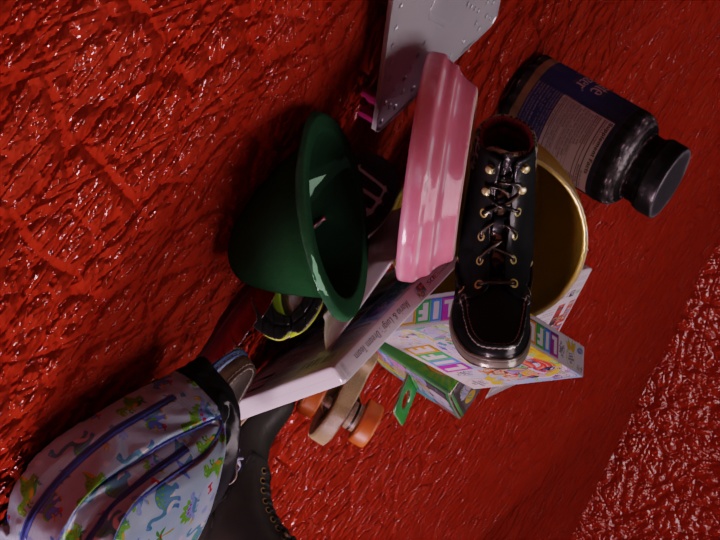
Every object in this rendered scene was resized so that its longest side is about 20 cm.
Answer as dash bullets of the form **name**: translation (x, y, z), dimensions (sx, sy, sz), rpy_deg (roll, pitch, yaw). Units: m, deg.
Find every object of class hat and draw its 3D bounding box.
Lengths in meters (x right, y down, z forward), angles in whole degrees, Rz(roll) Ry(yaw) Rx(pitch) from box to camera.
- **hat**: translation (-0.099, -0.023, 1.334), dimensions (0.166, 0.174, 0.202), rpy_deg (58, 29, -51)

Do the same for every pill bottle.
- **pill bottle**: translation (0.255, -0.143, 1.749), dimensions (0.112, 0.199, 0.112), rpy_deg (-48, 158, -26)

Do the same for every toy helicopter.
- **toy helicopter**: translation (0.001, 0.087, 1.638), dimensions (0.201, 0.078, 0.132), rpy_deg (-63, -175, -15)

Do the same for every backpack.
- **backpack**: translation (-0.190, 0.179, 1.263), dimensions (0.199, 0.154, 0.164), rpy_deg (-9, 135, -42)

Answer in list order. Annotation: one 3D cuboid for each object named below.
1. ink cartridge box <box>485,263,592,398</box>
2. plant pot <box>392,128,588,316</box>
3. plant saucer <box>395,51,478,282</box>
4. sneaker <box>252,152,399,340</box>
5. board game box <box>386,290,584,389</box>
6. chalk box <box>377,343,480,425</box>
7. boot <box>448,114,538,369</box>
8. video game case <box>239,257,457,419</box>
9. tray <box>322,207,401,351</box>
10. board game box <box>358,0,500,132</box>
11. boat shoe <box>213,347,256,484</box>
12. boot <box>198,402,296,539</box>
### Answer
- **ink cartridge box**: translation (0.205, 0.061, 2.115), dimensions (0.200, 0.083, 0.177), rpy_deg (-11, 130, -64)
- **plant pot**: translation (0.133, -0.066, 1.627), dimensions (0.142, 0.198, 0.201), rpy_deg (-76, -175, -59)
- **plant saucer**: translation (0.069, -0.088, 1.399), dimensions (0.201, 0.050, 0.203), rpy_deg (8, 90, -86)
- **sneaker**: translation (-0.036, -0.021, 1.440), dimensions (0.201, 0.074, 0.081), rpy_deg (-53, 178, -13)
- **board game box**: translation (0.120, 0.071, 1.604), dimensions (0.199, 0.133, 0.035), rpy_deg (29, 59, -49)
- **chalk box**: translation (0.087, 0.078, 1.794), dimensions (0.201, 0.123, 0.125), rpy_deg (-54, 162, -9)
- **boot**: translation (0.118, -0.027, 1.395), dimensions (0.204, 0.073, 0.155), rpy_deg (-82, 175, -56)
- **video game case**: translation (-0.019, 0.061, 1.488), dimensions (0.182, 0.024, 0.199), rpy_deg (-44, -168, -35)
- **tray**: translation (0.000, 0.000, 1.472), dimensions (0.108, 0.022, 0.200), rpy_deg (-54, -174, 15)
- **board game box**: translation (0.071, -0.248, 1.401), dimensions (0.200, 0.026, 0.201), rpy_deg (-46, 158, -34)
- **boat shoe**: translation (-0.143, 0.166, 1.427), dimensions (0.201, 0.072, 0.072), rpy_deg (-58, 161, -2)
- **boot**: translation (-0.090, 0.218, 1.539), dimensions (0.201, 0.138, 0.078), rpy_deg (-55, 161, -11)
